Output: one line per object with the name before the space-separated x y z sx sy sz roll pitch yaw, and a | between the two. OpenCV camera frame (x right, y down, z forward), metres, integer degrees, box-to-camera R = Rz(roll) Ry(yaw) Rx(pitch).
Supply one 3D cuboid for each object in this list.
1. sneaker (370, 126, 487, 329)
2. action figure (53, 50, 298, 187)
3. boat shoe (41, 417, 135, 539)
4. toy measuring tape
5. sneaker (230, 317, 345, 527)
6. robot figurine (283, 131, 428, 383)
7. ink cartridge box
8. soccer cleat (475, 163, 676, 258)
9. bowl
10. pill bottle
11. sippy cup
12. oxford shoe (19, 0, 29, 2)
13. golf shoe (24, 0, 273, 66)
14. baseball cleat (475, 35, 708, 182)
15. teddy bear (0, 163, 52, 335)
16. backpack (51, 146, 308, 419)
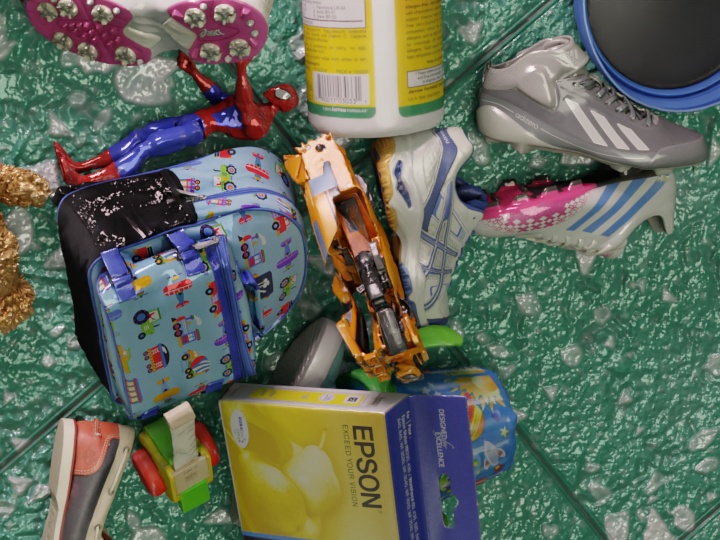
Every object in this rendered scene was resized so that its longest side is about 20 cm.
sneaker | 0.067 -0.029 1.402 0.088 0.075 0.201 -14 131 -4
action figure | -0.148 -0.134 1.342 0.199 0.065 0.099 -16 117 -12
boat shoe | -0.234 0.221 1.414 0.062 0.071 0.201 7 98 -21
toy measuring tape | -0.154 0.137 1.374 0.073 0.200 0.074 1 61 -1
sneaker | -0.043 0.135 1.446 0.082 0.074 0.201 17 110 -20
robot figurine | 0.000 0.000 1.336 0.058 0.145 0.201 -20 70 4
ink cartridge box | -0.006 0.189 1.366 0.199 0.047 0.199 3 115 23
soccer cleat | 0.186 -0.043 1.463 0.199 0.070 0.087 -14 107 -13
bowl | 0.277 -0.238 1.454 0.200 0.039 0.202 -4 106 -15
pill bottle | 0.009 -0.214 1.343 0.112 0.113 0.201 -7 106 -14
sippy cup | 0.059 0.140 1.449 0.130 0.178 0.140 -11 67 -24
oxford shoe | -0.242 -0.242 1.279 0.199 0.071 0.073 -14 92 -2
golf shoe | -0.159 -0.209 1.307 0.199 0.092 0.075 5 141 13
baseball cleat | 0.198 -0.138 1.415 0.199 0.070 0.107 6 113 0
teddy bear | -0.314 -0.035 1.320 0.144 0.067 0.201 4 104 -20
backpack | -0.125 0.003 1.337 0.199 0.135 0.183 -19 134 -20
